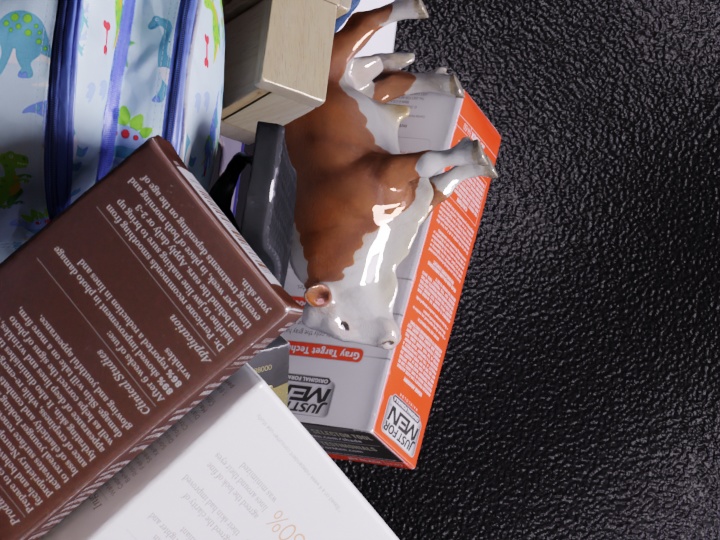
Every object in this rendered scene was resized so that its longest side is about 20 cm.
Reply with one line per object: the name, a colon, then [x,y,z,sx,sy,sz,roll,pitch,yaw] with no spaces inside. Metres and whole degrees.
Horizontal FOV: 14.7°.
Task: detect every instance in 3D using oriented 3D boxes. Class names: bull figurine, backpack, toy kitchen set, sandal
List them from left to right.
backpack: [-0.140,-0.090,1.323,0.200,0.146,0.184,80,15,-67]
toy kitchen set: [-0.117,-0.182,1.473,0.163,0.180,0.201,-25,-127,55]
sandal: [-0.057,-0.026,1.348,0.200,0.045,0.076,88,8,-74]
bull figurine: [0.004,-0.054,1.459,0.065,0.121,0.201,57,10,-53]

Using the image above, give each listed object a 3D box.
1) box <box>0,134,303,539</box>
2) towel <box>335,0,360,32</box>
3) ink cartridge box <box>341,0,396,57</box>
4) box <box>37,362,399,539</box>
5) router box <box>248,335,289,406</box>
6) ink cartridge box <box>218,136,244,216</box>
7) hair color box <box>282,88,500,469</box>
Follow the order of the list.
box: [-0.131,0.044,1.221,0.200,0.100,0.075,-39,176,1]
towel: [-0.018,-0.186,1.540,0.200,0.048,0.112,-47,-139,43]
ink cartridge box: [-0.070,-0.169,1.721,0.083,0.199,0.146,0,99,-43]
box: [-0.106,0.136,1.330,0.106,0.200,0.152,44,-6,49]
router box: [-0.133,0.117,1.415,0.052,0.199,0.158,36,-48,49]
ink cartridge box: [-0.134,-0.083,1.540,0.200,0.047,0.199,46,43,-51]
hair color box: [0.000,0.000,1.517,0.061,0.101,0.201,46,56,-55]
